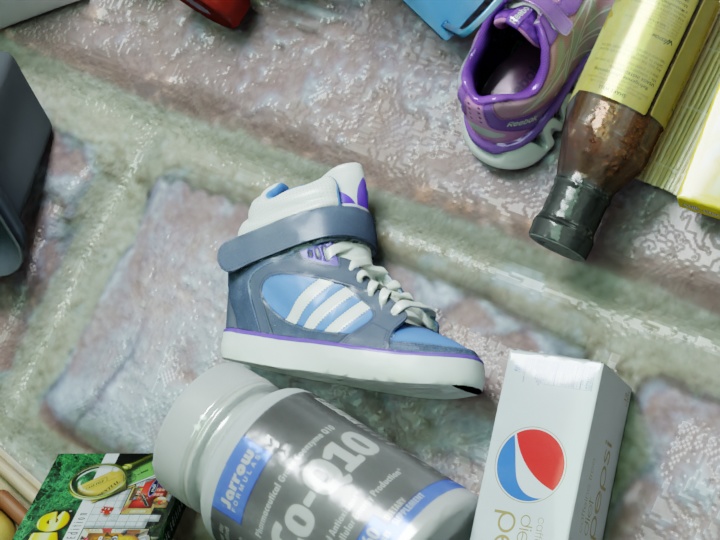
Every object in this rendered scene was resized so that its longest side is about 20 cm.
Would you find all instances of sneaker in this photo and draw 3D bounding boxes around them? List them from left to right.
[{"bbox_3d":[0.000,0.000,1.239,0.199,0.080,0.148,6,81,32],"label":"sneaker"},{"bbox_3d":[0.124,-0.166,1.230,0.080,0.088,0.201,29,86,28],"label":"sneaker"}]

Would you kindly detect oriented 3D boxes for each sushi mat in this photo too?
[{"bbox_3d":[0.223,-0.146,1.222,0.095,0.012,0.201,23,85,30],"label":"sushi mat"}]

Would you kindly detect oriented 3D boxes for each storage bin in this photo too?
[{"bbox_3d":[-0.322,-0.076,1.393,0.198,0.146,0.135,-3,45,24],"label":"storage bin"}]

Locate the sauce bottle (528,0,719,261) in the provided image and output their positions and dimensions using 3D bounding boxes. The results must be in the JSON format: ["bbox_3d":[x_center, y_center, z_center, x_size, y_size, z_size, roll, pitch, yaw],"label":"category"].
[{"bbox_3d":[0.163,-0.105,1.192,0.066,0.066,0.201,24,84,29],"label":"sauce bottle"}]

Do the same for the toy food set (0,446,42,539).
[{"bbox_3d":[-0.269,0.206,1.309,0.199,0.060,0.144,35,90,30],"label":"toy food set"}]

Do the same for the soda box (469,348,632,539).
[{"bbox_3d":[0.109,0.155,1.147,0.063,0.068,0.202,8,77,26],"label":"soda box"}]

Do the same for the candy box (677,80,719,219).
[{"bbox_3d":[0.277,-0.119,1.173,0.102,0.026,0.201,18,82,21],"label":"candy box"}]

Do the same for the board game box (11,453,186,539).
[{"bbox_3d":[-0.178,0.185,1.218,0.104,0.024,0.200,-5,31,15],"label":"board game box"}]

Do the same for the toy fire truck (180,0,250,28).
[{"bbox_3d":[-0.139,-0.270,1.339,0.199,0.168,0.113,30,88,29],"label":"toy fire truck"}]

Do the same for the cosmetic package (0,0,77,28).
[{"bbox_3d":[-0.324,-0.301,1.436,0.166,0.166,0.202,-16,67,20],"label":"cosmetic package"}]

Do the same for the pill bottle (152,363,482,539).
[{"bbox_3d":[-0.028,0.145,1.187,0.199,0.114,0.114,29,87,29],"label":"pill bottle"}]

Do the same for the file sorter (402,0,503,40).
[{"bbox_3d":[0.036,-0.261,1.201,0.200,0.123,0.139,42,95,-11],"label":"file sorter"}]
